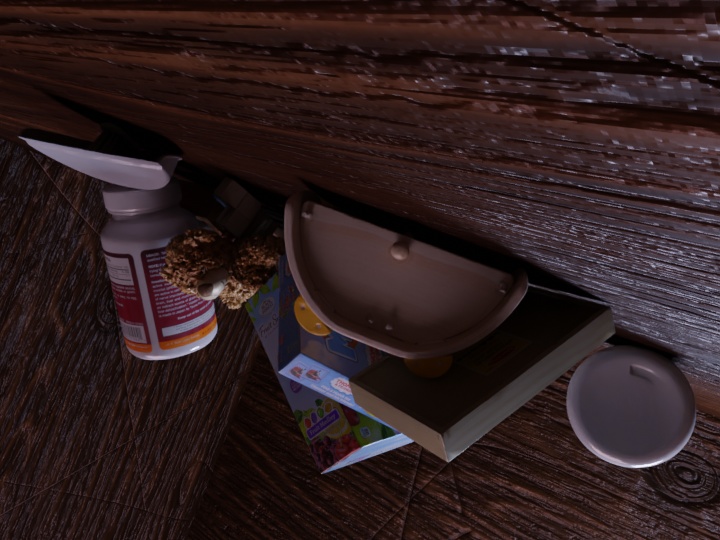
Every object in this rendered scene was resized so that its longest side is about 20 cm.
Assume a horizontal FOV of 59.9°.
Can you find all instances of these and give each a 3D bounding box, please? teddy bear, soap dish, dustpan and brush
[{"bbox_3d":[-0.121,0.007,0.707,0.144,0.067,0.200,-12,163,27],"label":"teddy bear"},{"bbox_3d":[-0.217,-0.050,0.894,0.157,0.082,0.200,14,158,28],"label":"soap dish"},{"bbox_3d":[-0.241,-0.118,0.660,0.139,0.058,0.200,11,170,3],"label":"dustpan and brush"}]

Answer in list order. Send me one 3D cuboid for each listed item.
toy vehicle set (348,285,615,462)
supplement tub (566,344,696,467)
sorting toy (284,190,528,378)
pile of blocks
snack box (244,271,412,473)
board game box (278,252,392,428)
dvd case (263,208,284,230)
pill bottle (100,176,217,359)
[{"bbox_3d":[0.103,0.074,0.537,0.199,0.027,0.124,-29,-155,-26],"label":"toy vehicle set"},{"bbox_3d":[0.353,0.177,0.825,0.144,0.146,0.200,20,177,24],"label":"supplement tub"},{"bbox_3d":[0.040,0.002,0.575,0.199,0.107,0.180,21,-163,9],"label":"sorting toy"},{"bbox_3d":[-0.146,-0.054,0.749,0.082,0.062,0.200,35,173,15],"label":"pile of blocks"},{"bbox_3d":[-0.013,0.101,0.687,0.168,0.068,0.201,4,-127,-53],"label":"snack box"},{"bbox_3d":[0.005,0.076,0.629,0.200,0.037,0.152,32,-150,-30],"label":"board game box"},{"bbox_3d":[-0.136,-0.074,0.948,0.199,0.022,0.146,22,178,13],"label":"dvd case"},{"bbox_3d":[-0.241,-0.005,0.746,0.112,0.201,0.113,-4,-160,2],"label":"pill bottle"}]
